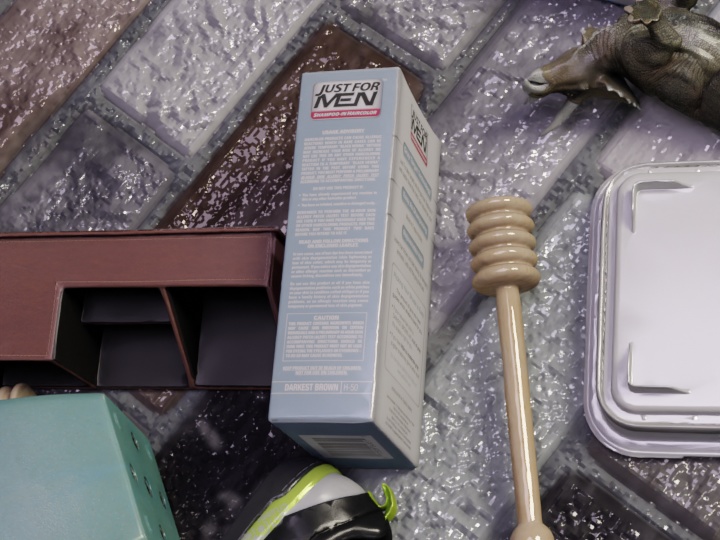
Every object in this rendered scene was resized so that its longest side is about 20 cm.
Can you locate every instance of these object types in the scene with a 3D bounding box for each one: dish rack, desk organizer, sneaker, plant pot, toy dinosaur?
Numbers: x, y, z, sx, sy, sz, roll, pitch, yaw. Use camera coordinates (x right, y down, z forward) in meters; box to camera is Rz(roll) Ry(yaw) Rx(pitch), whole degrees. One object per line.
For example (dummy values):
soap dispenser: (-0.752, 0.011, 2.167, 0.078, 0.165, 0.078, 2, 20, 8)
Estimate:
dish rack: (0.218, 0.012, 0.882, 0.199, 0.044, 0.173, 0, 69, 15)
desk organizer: (-0.134, 0.024, 0.964, 0.199, 0.072, 0.078, -1, 72, 16)
sneaker: (-0.051, 0.191, 0.874, 0.083, 0.072, 0.201, 29, 80, 22)
plant pot: (-0.205, 0.156, 0.902, 0.199, 0.141, 0.142, -21, 65, 1)
toy dinosaur: (0.193, -0.115, 0.917, 0.199, 0.102, 0.077, 14, 61, 11)

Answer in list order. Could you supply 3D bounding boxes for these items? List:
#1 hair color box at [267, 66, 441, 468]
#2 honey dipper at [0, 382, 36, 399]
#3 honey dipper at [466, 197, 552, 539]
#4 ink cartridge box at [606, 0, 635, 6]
hair color box: (0.000, 0.000, 0.918, 0.060, 0.099, 0.201, -1, 69, 16)
honey dipper: (-0.288, 0.106, 0.997, 0.199, 0.038, 0.038, -14, 66, 13)
honey dipper: (0.086, 0.059, 0.900, 0.038, 0.038, 0.201, -10, 71, 12)
ink cartridge box: (0.171, -0.263, 0.987, 0.115, 0.068, 0.201, 20, 76, 22)
